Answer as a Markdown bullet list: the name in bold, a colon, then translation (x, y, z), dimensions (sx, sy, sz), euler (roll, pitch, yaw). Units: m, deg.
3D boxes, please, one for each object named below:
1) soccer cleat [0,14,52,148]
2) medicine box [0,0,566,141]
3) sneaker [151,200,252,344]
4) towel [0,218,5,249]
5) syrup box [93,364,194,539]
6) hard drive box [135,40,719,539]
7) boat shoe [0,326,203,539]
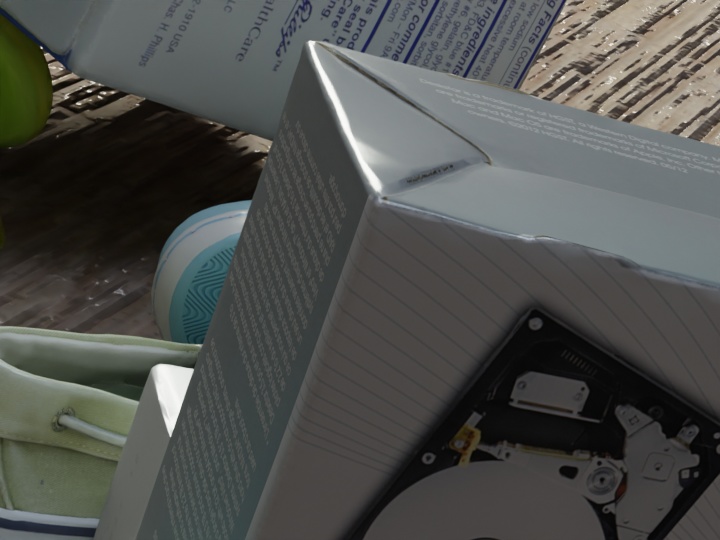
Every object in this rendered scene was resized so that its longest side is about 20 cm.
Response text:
- **soccer cleat**: translation (-0.164, -0.108, 0.943), dimensions (0.083, 0.065, 0.200), euler (-16, 38, -41)
- **medicine box**: translation (-0.056, -0.127, 0.914), dimensions (0.200, 0.103, 0.182), euler (17, 16, -48)
- **sneaker**: translation (0.000, 0.000, 0.824), dimensions (0.199, 0.080, 0.131), euler (16, 22, -38)
- **towel**: translation (-0.184, -0.084, 0.865), dimensions (0.018, 0.086, 0.200), euler (-39, 50, -17)
- **syrup box**: translation (0.036, 0.091, 0.632), dimensions (0.199, 0.079, 0.082), euler (12, 22, -20)
- **hard drive box**: translation (0.035, 0.076, 0.502), dimensions (0.155, 0.201, 0.077), euler (13, 23, -16)
- **boat shoe**: translation (-0.029, 0.050, 0.694), dimensions (0.199, 0.062, 0.072), euler (0, 29, -43)
